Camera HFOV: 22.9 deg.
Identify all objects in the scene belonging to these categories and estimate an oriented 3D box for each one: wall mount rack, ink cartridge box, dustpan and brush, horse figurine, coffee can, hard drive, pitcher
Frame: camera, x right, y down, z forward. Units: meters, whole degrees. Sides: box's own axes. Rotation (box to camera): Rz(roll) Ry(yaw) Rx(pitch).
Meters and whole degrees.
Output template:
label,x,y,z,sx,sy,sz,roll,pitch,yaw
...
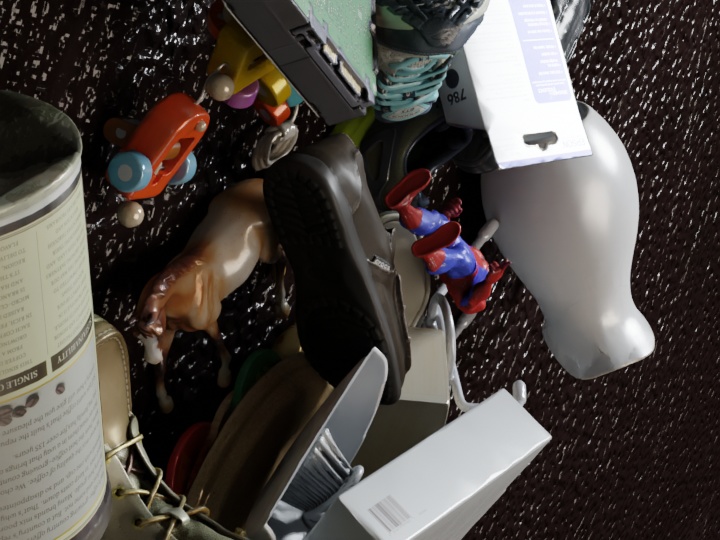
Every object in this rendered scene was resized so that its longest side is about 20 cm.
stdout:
label,x,y,z,sx,sy,sz,roll,pitch,yaw
wall mount rack,0.076,0.066,1.358,0.200,0.074,0.174,101,-16,-52
ink cartridge box,0.087,-0.163,1.191,0.099,0.039,0.201,-9,82,-42
dustpan and brush,-0.031,0.144,1.126,0.140,0.057,0.200,-57,-176,-28
horse figurine,-0.080,0.002,1.107,0.200,0.050,0.133,-49,150,-31
coffee can,-0.195,0.034,0.828,0.146,0.146,0.201,-36,135,-46
hard drive,-0.036,-0.198,0.973,0.140,0.038,0.201,46,34,-51
pitcher,0.158,-0.036,1.433,0.121,0.172,0.201,-23,115,-12

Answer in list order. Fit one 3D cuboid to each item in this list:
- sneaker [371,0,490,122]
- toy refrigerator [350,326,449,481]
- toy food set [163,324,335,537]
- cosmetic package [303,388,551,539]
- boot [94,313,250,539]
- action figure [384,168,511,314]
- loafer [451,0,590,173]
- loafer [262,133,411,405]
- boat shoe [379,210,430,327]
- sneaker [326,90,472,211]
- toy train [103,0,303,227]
label,x,y,z,sx,sy,sz,roll,pitch,yaw
sneaker,0.034,-0.133,1.090,0.200,0.077,0.087,-133,-140,-77
toy refrigerator,0.012,0.137,1.265,0.076,0.070,0.201,-91,-171,-49
toy food set,-0.077,0.137,1.170,0.198,0.049,0.201,-25,136,-62
cosmetic package,0.020,0.168,1.124,0.200,0.052,0.151,-25,154,-53
boot,-0.116,0.134,1.012,0.072,0.154,0.201,-26,128,-51
action figure,0.065,-0.012,1.196,0.052,0.066,0.200,-34,161,1
loafer,0.127,-0.154,1.350,0.070,0.068,0.201,48,61,-48
loafer,0.000,0.000,1.112,0.071,0.073,0.201,-49,140,-37
boat shoe,0.014,0.042,1.297,0.067,0.057,0.201,-9,118,-14
sneaker,0.049,-0.123,1.221,0.201,0.081,0.074,-65,151,-10
toy train,-0.082,-0.106,1.044,0.150,0.056,0.200,-53,168,22
